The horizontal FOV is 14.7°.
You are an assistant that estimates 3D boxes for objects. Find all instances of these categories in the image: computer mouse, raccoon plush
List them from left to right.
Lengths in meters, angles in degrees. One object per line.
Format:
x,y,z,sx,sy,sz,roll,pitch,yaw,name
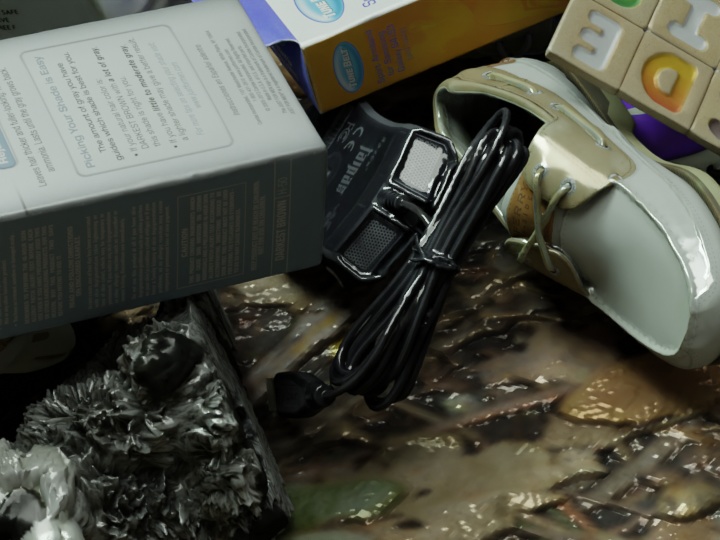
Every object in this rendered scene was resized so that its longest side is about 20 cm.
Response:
-0.103,0.077,1.061,0.134,0.097,0.200,-25,6,2,raccoon plush
0.000,0.000,1.133,0.141,0.046,0.200,-61,25,-8,computer mouse

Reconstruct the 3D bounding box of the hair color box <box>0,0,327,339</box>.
-0.122,-0.032,1.021,0.200,0.061,0.099,-13,44,-18,hair color box

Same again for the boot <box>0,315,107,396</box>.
-0.213,0.019,1.152,0.200,0.073,0.151,14,42,22,boot

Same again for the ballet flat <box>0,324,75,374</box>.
-0.124,-0.002,1.088,0.070,0.065,0.200,-16,27,49,ballet flat

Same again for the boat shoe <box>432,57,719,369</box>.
0.089,-0.022,1.109,0.068,0.075,0.200,1,27,-24,boat shoe

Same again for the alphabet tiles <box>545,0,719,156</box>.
0.163,-0.120,1.161,0.200,0.008,0.167,29,61,-6,alphabet tiles

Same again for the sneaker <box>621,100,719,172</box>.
0.163,-0.121,1.218,0.200,0.100,0.070,-35,40,-31,sneaker

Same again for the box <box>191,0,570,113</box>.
0.027,-0.137,1.211,0.200,0.042,0.119,-25,37,-8,box

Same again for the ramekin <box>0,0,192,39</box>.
-0.165,-0.141,1.257,0.200,0.200,0.105,2,46,18,ramekin

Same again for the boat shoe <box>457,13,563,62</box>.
0.071,-0.129,1.286,0.200,0.072,0.062,-28,82,-4,boat shoe
